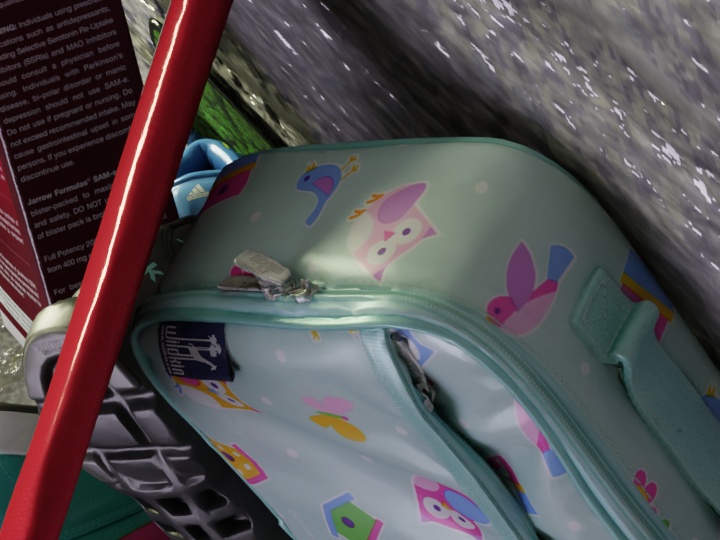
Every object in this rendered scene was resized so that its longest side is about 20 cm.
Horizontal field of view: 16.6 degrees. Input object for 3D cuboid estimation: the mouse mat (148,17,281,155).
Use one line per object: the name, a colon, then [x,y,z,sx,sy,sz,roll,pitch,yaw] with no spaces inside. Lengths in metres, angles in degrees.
mouse mat: [-0.033,-0.029,1.086,0.161,0.008,0.200,46,173,8]

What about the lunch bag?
lunch bag: [0.037,0.049,0.708,0.160,0.077,0.200,4,142,48]

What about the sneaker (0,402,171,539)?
sneaker: [-0.056,0.118,0.874,0.200,0.121,0.084,12,174,-28]

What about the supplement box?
supplement box: [-0.120,-0.062,0.925,0.109,0.061,0.200,36,143,61]

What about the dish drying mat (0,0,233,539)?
dish drying mat: [-0.067,-0.010,0.703,0.018,0.200,0.077,19,167,-6]

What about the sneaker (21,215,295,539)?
sneaker: [-0.030,0.073,0.804,0.075,0.079,0.200,-5,125,37]

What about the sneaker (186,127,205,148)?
sneaker: [-0.083,-0.004,1.138,0.200,0.088,0.075,52,173,-28]

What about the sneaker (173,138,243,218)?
sneaker: [-0.065,0.024,1.009,0.200,0.076,0.105,-94,-13,-49]
